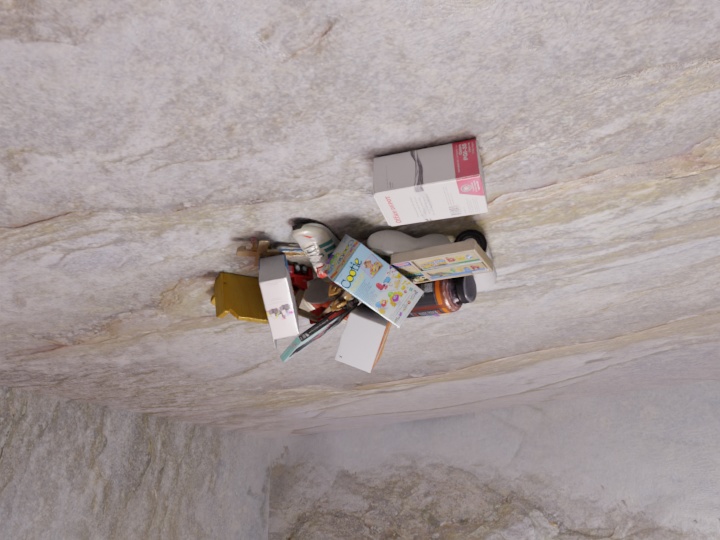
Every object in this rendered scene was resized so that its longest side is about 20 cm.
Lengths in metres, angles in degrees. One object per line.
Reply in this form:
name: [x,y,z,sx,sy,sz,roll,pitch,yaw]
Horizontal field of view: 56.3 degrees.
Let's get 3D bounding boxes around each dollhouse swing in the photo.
dollhouse swing: [-0.303,0.113,1.817,0.198,0.183,0.176,11,134,-27]

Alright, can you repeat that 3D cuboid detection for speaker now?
speaker: [0.279,-0.021,1.619,0.080,0.082,0.200,-8,157,16]

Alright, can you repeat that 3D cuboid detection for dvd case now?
dvd case: [-0.102,0.148,1.680,0.199,0.022,0.146,-34,172,-36]

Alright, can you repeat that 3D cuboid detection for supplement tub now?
supplement tub: [0.177,0.054,1.623,0.198,0.108,0.107,-9,157,34]

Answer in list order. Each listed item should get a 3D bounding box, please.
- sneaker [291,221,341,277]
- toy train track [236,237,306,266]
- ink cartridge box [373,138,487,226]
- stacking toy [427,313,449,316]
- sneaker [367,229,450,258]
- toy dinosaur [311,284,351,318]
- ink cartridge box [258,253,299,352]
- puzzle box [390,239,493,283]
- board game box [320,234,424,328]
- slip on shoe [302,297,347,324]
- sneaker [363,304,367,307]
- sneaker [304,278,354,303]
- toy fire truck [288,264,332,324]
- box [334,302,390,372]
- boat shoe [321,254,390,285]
sneaker: [-0.090,-0.039,1.545,0.070,0.095,0.200,-12,155,24]
toy train track: [-0.195,-0.052,1.597,0.197,0.033,0.115,0,150,-17]
ink cartridge box: [0.134,-0.162,1.277,0.197,0.084,0.147,-8,156,14]
stacking toy: [0.143,0.092,1.774,0.199,0.086,0.085,-16,153,41]
sneaker: [0.107,-0.038,1.555,0.197,0.076,0.089,4,138,-14]
toy dinosaur: [-0.053,0.072,1.614,0.200,0.061,0.106,-43,168,14]
ink cartridge box: [-0.188,0.079,1.589,0.067,0.116,0.202,-10,120,-2]
puzzle box: [0.182,-0.017,1.498,0.198,0.026,0.133,-10,154,27]
board game box: [0.027,0.023,1.525,0.199,0.105,0.103,37,179,-25]
slip on shoe: [-0.083,0.099,1.921,0.199,0.074,0.061,23,114,-32]
sneaker: [0.035,0.070,1.692,0.088,0.080,0.200,-1,170,19]
sneaker: [-0.047,0.059,1.804,0.198,0.075,0.115,-18,149,33]
toy fire truck: [-0.163,0.059,1.703,0.048,0.143,0.199,-21,160,39]
box: [0.015,0.163,1.705,0.096,0.126,0.200,20,-171,8]
boat shoe: [0.000,0.000,1.671,0.197,0.072,0.063,-10,166,13]
